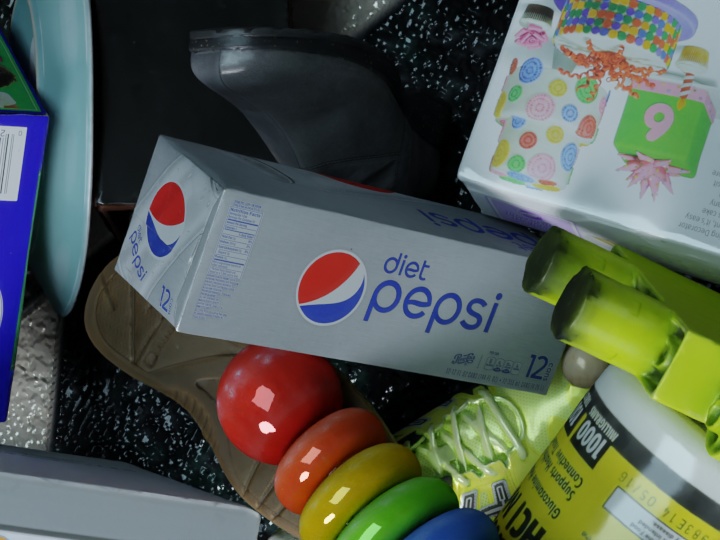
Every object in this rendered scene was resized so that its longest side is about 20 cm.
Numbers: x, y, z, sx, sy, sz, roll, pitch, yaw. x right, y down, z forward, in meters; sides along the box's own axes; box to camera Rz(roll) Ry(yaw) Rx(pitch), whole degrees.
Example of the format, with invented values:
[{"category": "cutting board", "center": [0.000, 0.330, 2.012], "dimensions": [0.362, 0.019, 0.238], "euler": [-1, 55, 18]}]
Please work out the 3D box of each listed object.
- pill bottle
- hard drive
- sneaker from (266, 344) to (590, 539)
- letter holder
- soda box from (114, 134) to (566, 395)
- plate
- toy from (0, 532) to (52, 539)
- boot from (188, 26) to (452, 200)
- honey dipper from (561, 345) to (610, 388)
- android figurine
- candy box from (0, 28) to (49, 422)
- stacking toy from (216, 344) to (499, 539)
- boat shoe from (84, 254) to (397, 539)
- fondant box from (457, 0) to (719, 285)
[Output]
[{"category": "pill bottle", "center": [0.100, 0.148, 0.854], "dimensions": [0.112, 0.112, 0.200], "euler": [41, 102, 26]}, {"category": "hard drive", "center": [-0.142, 0.105, 0.926], "dimensions": [0.200, 0.131, 0.026], "euler": [-178, 98, -68]}, {"category": "sneaker", "center": [0.041, 0.101, 0.914], "dimensions": [0.200, 0.076, 0.076], "euler": [-41, 65, 15]}, {"category": "letter holder", "center": [-0.087, -0.121, 1.011], "dimensions": [0.100, 0.142, 0.201], "euler": [-2, 82, -4]}, {"category": "soda box", "center": [0.000, 0.000, 0.836], "dimensions": [0.068, 0.199, 0.064], "euler": [37, 111, 53]}, {"category": "plate", "center": [-0.164, -0.077, 1.003], "dimensions": [0.025, 0.200, 0.202], "euler": [0, 81, -16]}, {"category": "toy", "center": [-0.178, 0.188, 1.036], "dimensions": [0.199, 0.047, 0.116], "euler": [-1, 87, 23]}, {"category": "boot", "center": [-0.016, -0.032, 0.893], "dimensions": [0.069, 0.200, 0.133], "euler": [5, 82, 33]}, {"category": "honey dipper", "center": [0.105, -0.044, 0.900], "dimensions": [0.038, 0.038, 0.201], "euler": [-5, 70, 28]}, {"category": "android figurine", "center": [0.163, 0.046, 0.800], "dimensions": [0.199, 0.182, 0.041], "euler": [26, 102, -15]}, {"category": "candy box", "center": [-0.225, -0.040, 1.004], "dimensions": [0.200, 0.077, 0.170], "euler": [-130, 47, -56]}, {"category": "stacking toy", "center": [0.011, 0.104, 0.794], "dimensions": [0.085, 0.085, 0.200], "euler": [-47, 67, 15]}, {"category": "boat shoe", "center": [-0.042, 0.063, 0.901], "dimensions": [0.200, 0.072, 0.072], "euler": [35, 92, 28]}, {"category": "fondant box", "center": [0.145, -0.105, 0.860], "dimensions": [0.144, 0.058, 0.201], "euler": [17, 79, 17]}]
